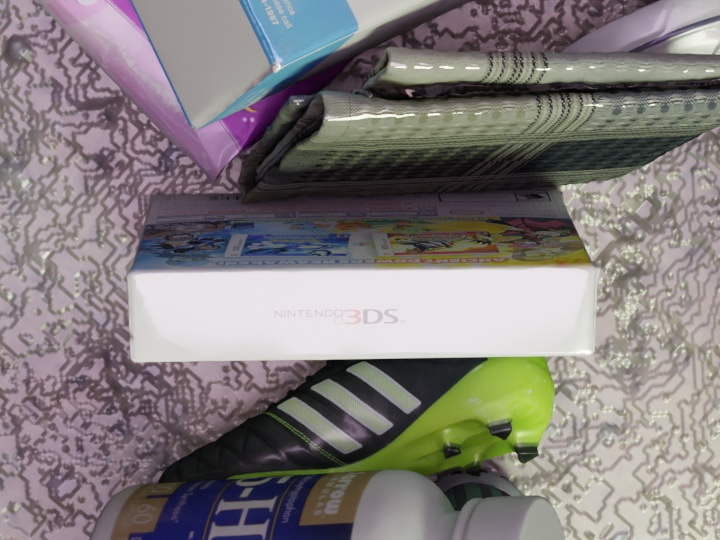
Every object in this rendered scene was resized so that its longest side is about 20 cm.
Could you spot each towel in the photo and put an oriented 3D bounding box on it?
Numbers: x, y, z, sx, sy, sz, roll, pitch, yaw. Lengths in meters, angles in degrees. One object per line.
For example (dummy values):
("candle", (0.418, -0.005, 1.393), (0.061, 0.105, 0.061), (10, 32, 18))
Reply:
("towel", (0.053, -0.064, 1.293), (0.198, 0.193, 0.035), (-4, 83, -14))

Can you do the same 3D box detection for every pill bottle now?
("pill bottle", (-0.012, 0.149, 1.308), (0.199, 0.120, 0.121), (-5, 98, 19))

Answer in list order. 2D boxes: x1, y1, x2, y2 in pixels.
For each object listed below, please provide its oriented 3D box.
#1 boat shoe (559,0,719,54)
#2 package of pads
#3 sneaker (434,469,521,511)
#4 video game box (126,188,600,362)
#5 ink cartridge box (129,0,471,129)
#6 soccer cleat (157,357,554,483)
("boat shoe", (0.184, -0.097, 1.362), (0.199, 0.072, 0.066), (-16, 78, -7))
("package of pads", (-0.091, -0.150, 1.349), (0.120, 0.076, 0.200), (-44, 97, 4))
("sneaker", (0.058, 0.199, 1.392), (0.074, 0.088, 0.202), (-9, 97, 0))
("video game box", (0.000, 0.000, 1.317), (0.198, 0.182, 0.047), (-1, 100, 0))
("ink cartridge box", (0.002, -0.166, 1.262), (0.199, 0.125, 0.129), (-26, 89, -22))
("soccer cleat", (-0.004, 0.070, 1.391), (0.199, 0.068, 0.082), (-18, 57, 15))
